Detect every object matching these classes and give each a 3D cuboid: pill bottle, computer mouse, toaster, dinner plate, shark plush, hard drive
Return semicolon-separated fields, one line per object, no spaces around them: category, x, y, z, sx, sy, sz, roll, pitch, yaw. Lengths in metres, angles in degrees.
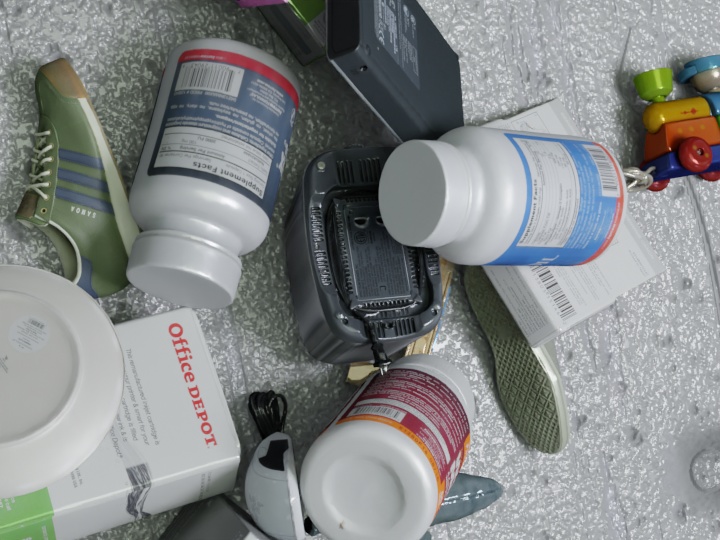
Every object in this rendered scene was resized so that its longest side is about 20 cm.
pill bottle;0.030;0.142;1.111;0.109;0.200;0.111;5;106;16
pill bottle;0.114;-0.060;1.112;0.199;0.112;0.113;1;89;-39
computer mouse;-0.074;0.170;1.128;0.043;0.200;0.111;-7;96;-4
toaster;0.000;0.000;1.171;0.113;0.129;0.202;-6;76;-17
dinner plate;-0.284;0.080;1.065;0.198;0.024;0.202;4;60;-7
shark plush;0.031;0.195;1.188;0.199;0.083;0.092;14;79;-42
pill bottle;-0.126;-0.077;1.128;0.119;0.120;0.202;19;68;-16
hard drive;0.033;-0.176;1.131;0.200;0.033;0.141;43;37;-49

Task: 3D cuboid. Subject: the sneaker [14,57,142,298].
sneaker;-0.249;-0.069;1.138;0.089;0.067;0.202;-24;99;-22

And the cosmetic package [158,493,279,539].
cosmetic package;-0.111;0.253;1.108;0.090;0.200;0.107;40;80;-11

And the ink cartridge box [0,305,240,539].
ink cartridge box;-0.213;0.130;1.111;0.198;0.084;0.146;-14;65;-17

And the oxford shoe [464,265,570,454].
oxford shoe;0.157;0.073;1.269;0.058;0.075;0.201;-26;99;-43

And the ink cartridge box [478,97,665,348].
ink cartridge box;0.170;-0.048;1.257;0.176;0.045;0.201;-23;79;-42

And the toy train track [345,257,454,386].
toy train track;0.052;0.068;1.255;0.114;0.033;0.202;19;78;-9

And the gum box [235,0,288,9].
gum box;-0.109;-0.294;1.059;0.066;0.113;0.200;-45;111;-11

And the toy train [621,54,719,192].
toy train;0.286;-0.139;1.299;0.198;0.085;0.117;-10;81;-24

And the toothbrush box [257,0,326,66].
toothbrush box;-0.012;-0.302;1.208;0.200;0.086;0.146;-43;102;-13
